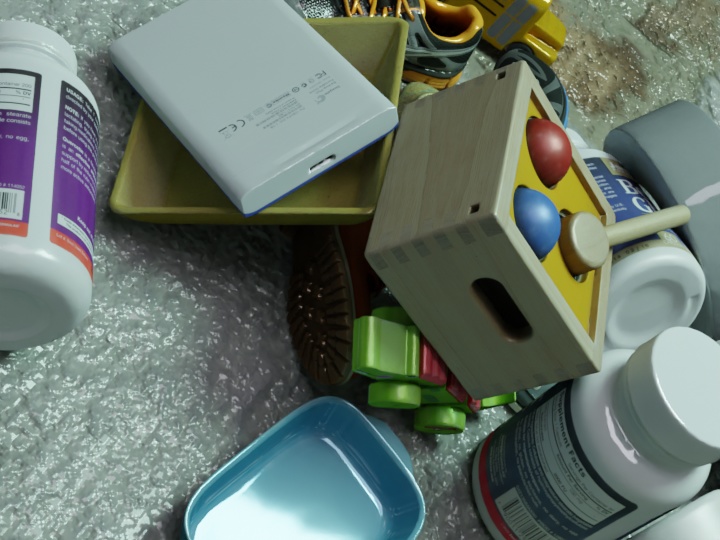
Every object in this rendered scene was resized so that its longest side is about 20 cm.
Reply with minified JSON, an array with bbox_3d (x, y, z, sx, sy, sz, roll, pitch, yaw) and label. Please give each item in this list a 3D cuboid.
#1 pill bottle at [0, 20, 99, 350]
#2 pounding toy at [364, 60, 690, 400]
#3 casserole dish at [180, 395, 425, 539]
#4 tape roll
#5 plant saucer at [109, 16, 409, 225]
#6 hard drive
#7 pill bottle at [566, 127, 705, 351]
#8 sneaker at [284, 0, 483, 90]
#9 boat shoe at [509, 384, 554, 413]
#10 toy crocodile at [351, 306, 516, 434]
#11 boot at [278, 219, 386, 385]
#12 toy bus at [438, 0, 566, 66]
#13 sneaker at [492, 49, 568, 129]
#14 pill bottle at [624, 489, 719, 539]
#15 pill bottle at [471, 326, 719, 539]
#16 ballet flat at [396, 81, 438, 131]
[{"bbox_3d":[-0.225,-0.059,0.859,0.111,0.112,0.202,14,53,-27],"label":"pill bottle"},{"bbox_3d":[0.127,-0.027,0.940,0.201,0.141,0.185,51,37,-33],"label":"pounding toy"},{"bbox_3d":[-0.040,0.167,0.887,0.122,0.039,0.199,51,46,5],"label":"casserole dish"},{"bbox_3d":[0.281,-0.040,1.144,0.065,0.201,0.202,-22,70,-3],"label":"tape roll"},{"bbox_3d":[-0.067,-0.103,0.994,0.197,0.049,0.202,1,51,10],"label":"plant saucer"},{"bbox_3d":[-0.082,-0.135,0.974,0.131,0.026,0.200,-32,53,-16],"label":"hard drive"},{"bbox_3d":[0.192,-0.030,1.111,0.110,0.112,0.201,9,36,-30],"label":"pill bottle"},{"bbox_3d":[0.019,-0.220,1.166,0.198,0.077,0.079,7,58,-30],"label":"sneaker"},{"bbox_3d":[0.139,0.067,1.065,0.199,0.062,0.073,38,44,-9],"label":"boat shoe"},{"bbox_3d":[0.052,0.073,0.962,0.200,0.061,0.068,34,56,-55],"label":"toy crocodile"},{"bbox_3d":[0.000,0.000,1.009,0.106,0.075,0.202,17,51,-31],"label":"boot"},{"bbox_3d":[0.115,-0.274,1.263,0.199,0.078,0.066,33,42,-15],"label":"toy bus"},{"bbox_3d":[0.125,-0.126,1.103,0.083,0.070,0.201,56,32,-31],"label":"sneaker"},{"bbox_3d":[0.269,0.275,0.979,0.113,0.114,0.202,-15,70,-40],"label":"pill bottle"},{"bbox_3d":[0.180,0.126,0.957,0.118,0.200,0.121,18,51,-24],"label":"pill bottle"},{"bbox_3d":[0.067,-0.094,1.121,0.070,0.071,0.202,21,50,-22],"label":"ballet flat"}]
